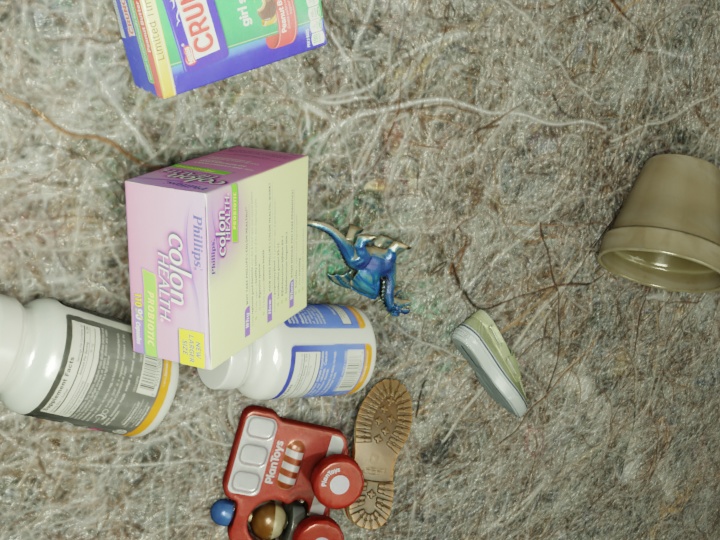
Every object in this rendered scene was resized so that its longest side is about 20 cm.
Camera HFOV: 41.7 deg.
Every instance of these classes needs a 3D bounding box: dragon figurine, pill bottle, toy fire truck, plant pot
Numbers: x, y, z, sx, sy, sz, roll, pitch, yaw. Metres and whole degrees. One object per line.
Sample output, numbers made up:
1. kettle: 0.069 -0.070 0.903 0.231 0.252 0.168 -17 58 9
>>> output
1. dragon figurine: 0.000 0.000 1.181 0.199 0.059 0.100 15 98 -42
2. pill bottle: -0.088 0.095 1.115 0.199 0.112 0.113 3 106 -38
3. toy fire truck: -0.098 0.280 1.200 0.167 0.112 0.202 16 98 -17
4. plant pot: 0.482 -0.078 1.461 0.199 0.199 0.175 25 76 -41
5. pill bottle: -0.292 0.094 0.952 0.199 0.116 0.117 23 93 -41

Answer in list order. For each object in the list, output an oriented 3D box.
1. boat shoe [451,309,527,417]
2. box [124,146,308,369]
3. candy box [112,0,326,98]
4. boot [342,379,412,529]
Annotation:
1. boat shoe: 0.204 0.140 1.392 0.062 0.072 0.200 -44 126 -12
2. box: -0.142 -0.021 0.980 0.200 0.096 0.177 -35 130 -60
3. candy box: -0.143 -0.285 0.941 0.199 0.077 0.170 -25 122 -27
4. boot: 0.015 0.250 1.292 0.074 0.107 0.202 16 72 -4
